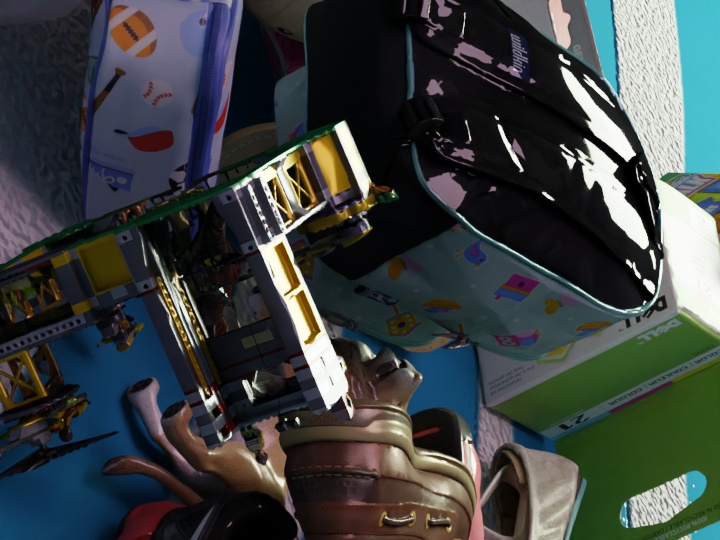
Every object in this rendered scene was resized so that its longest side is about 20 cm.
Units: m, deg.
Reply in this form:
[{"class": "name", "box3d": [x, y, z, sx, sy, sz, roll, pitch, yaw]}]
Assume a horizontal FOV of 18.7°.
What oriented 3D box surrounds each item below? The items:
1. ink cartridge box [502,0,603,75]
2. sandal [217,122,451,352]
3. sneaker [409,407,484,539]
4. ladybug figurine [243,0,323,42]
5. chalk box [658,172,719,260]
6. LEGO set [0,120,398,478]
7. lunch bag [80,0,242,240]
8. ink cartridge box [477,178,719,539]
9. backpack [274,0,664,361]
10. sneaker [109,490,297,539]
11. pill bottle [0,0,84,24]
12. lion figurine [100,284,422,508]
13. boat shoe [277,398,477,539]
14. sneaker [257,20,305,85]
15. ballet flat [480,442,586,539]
[{"class": "ink cartridge box", "box3d": [0.085, -0.103, 1.325, 0.084, 0.175, 0.201, 29, 43, -46]}, {"class": "sandal", "box3d": [0.004, -0.004, 1.192, 0.212, 0.078, 0.070, 40, 9, -44]}, {"class": "sneaker", "box3d": [0.037, 0.170, 1.141, 0.087, 0.074, 0.201, 46, 37, -47]}, {"class": "ladybug figurine", "box3d": [-0.043, -0.203, 1.208, 0.200, 0.072, 0.136, -104, -176, -45]}, {"class": "chalk box", "box3d": [0.226, 0.015, 1.460, 0.124, 0.200, 0.125, -35, 115, -37]}, {"class": "LEGO set", "box3d": [-0.072, 0.027, 0.944, 0.154, 0.199, 0.116, -51, 119, -74]}, {"class": "lunch bag", "box3d": [-0.096, -0.122, 1.081, 0.161, 0.075, 0.200, 100, -6, -50]}, {"class": "ink cartridge box", "box3d": [0.153, 0.065, 1.322, 0.076, 0.148, 0.201, 30, 42, -42]}, {"class": "backpack", "box3d": [0.056, -0.044, 1.109, 0.200, 0.153, 0.176, 22, 49, -34]}, {"class": "sneaker", "box3d": [-0.058, 0.179, 0.926, 0.071, 0.098, 0.201, 36, 39, -43]}, {"class": "pill bottle", "box3d": [-0.168, -0.223, 1.005, 0.113, 0.113, 0.201, 21, 71, -51]}, {"class": "lion figurine", "box3d": [-0.048, 0.082, 1.073, 0.200, 0.072, 0.123, -49, 117, -46]}, {"class": "boat shoe", "box3d": [0.007, 0.114, 1.009, 0.200, 0.072, 0.068, 50, 40, -66]}, {"class": "sneaker", "box3d": [-0.019, -0.112, 1.273, 0.200, 0.081, 0.088, -99, -175, -54]}, {"class": "ballet flat", "box3d": [0.083, 0.169, 1.228, 0.062, 0.068, 0.200, 27, 31, -5]}]
